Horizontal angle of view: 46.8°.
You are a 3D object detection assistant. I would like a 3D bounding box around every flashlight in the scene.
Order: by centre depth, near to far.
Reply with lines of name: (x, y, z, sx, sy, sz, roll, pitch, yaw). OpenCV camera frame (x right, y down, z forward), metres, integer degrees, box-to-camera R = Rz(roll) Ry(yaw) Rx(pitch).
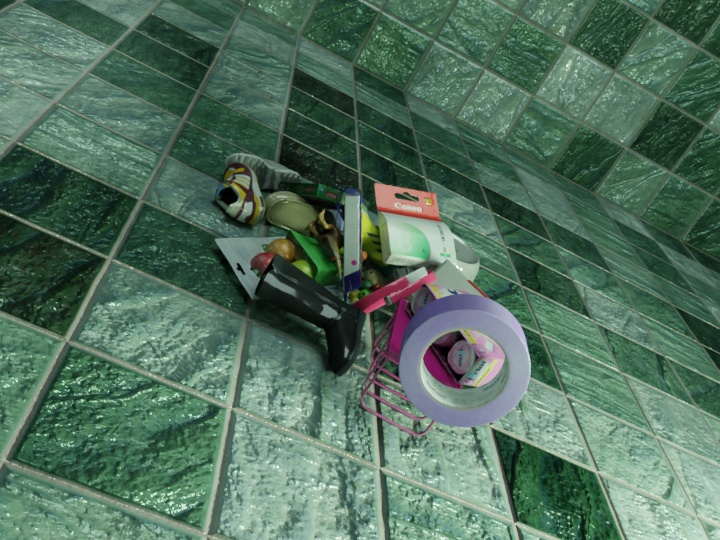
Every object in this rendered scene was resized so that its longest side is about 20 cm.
flashlight: (0.110, 0.085, 1.690, 0.068, 0.068, 0.200, 12, 45, -35)

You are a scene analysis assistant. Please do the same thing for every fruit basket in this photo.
fruit basket: (-0.155, -0.002, 1.577, 0.200, 0.094, 0.185, -8, 42, -33)

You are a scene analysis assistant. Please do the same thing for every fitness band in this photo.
fitness band: (0.057, 0.046, 1.593, 0.200, 0.144, 0.037, -25, 86, -32)

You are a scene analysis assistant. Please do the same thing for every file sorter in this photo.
file sorter: (0.088, 0.169, 1.453, 0.139, 0.126, 0.200, 31, 25, -5)

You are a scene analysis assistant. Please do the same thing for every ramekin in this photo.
ramekin: (0.187, -0.022, 1.971, 0.200, 0.105, 0.200, 25, 25, -13)

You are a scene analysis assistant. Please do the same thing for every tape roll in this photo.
tape roll: (0.160, 0.140, 1.288, 0.200, 0.200, 0.066, 29, 20, -4)

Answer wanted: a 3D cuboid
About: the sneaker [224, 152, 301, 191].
sneaker: (-0.237, -0.227, 1.931, 0.200, 0.075, 0.082, 17, 12, -43)

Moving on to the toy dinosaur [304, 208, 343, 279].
toy dinosaur: (-0.053, -0.060, 1.605, 0.106, 0.060, 0.200, 44, 10, -7)

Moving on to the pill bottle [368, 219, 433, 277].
pill bottle: (0.091, -0.029, 1.857, 0.111, 0.111, 0.200, 1, 40, -50)

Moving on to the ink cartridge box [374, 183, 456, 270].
ink cartridge box: (0.117, -0.101, 1.777, 0.161, 0.050, 0.200, 8, 63, -24)

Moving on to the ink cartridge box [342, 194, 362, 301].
ink cartridge box: (-0.015, -0.036, 1.604, 0.037, 0.095, 0.200, 2, 70, 3)

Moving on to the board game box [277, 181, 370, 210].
board game box: (-0.084, -0.164, 1.858, 0.134, 0.029, 0.200, 18, -3, -30)

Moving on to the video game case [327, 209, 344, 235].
video game case: (-0.042, -0.108, 1.975, 0.200, 0.019, 0.143, 28, 24, -10)

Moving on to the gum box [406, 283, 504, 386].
gum box: (0.173, 0.108, 1.435, 0.113, 0.066, 0.200, 14, 31, -40)

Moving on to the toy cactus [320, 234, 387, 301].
toy cactus: (0.000, 0.000, 1.741, 0.165, 0.102, 0.200, 24, 14, -40)

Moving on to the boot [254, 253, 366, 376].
boot: (-0.092, 0.077, 1.440, 0.200, 0.066, 0.165, 36, 30, -16)

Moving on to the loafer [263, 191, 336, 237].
loafer: (-0.127, -0.117, 1.817, 0.200, 0.076, 0.068, 13, 23, -38)

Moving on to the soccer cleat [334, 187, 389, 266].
soccer cleat: (0.002, -0.081, 1.761, 0.200, 0.065, 0.084, 61, 39, -24)

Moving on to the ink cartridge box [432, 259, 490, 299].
ink cartridge box: (0.223, 0.084, 1.737, 0.146, 0.083, 0.200, 45, -2, 29)

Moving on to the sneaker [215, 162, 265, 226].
sneaker: (-0.269, -0.176, 1.766, 0.090, 0.075, 0.200, 19, 25, -38)
